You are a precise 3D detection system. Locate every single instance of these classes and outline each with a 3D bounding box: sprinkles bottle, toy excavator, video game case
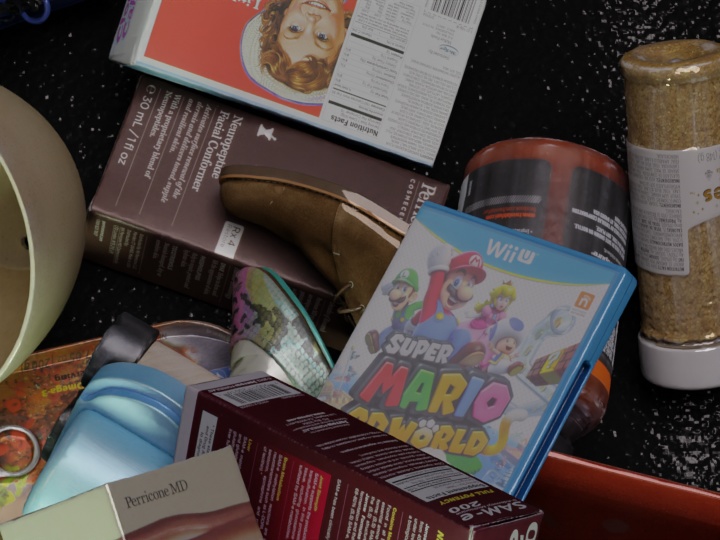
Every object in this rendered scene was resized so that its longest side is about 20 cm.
[{"bbox_3d":[0.192,-0.032,1.656,0.068,0.068,0.201,-11,109,-15],"label":"sprinkles bottle"},{"bbox_3d":[-0.153,0.149,1.511,0.100,0.195,0.200,32,37,4],"label":"toy excavator"},{"bbox_3d":[0.044,0.069,1.491,0.143,0.018,0.200,20,76,38],"label":"video game case"}]

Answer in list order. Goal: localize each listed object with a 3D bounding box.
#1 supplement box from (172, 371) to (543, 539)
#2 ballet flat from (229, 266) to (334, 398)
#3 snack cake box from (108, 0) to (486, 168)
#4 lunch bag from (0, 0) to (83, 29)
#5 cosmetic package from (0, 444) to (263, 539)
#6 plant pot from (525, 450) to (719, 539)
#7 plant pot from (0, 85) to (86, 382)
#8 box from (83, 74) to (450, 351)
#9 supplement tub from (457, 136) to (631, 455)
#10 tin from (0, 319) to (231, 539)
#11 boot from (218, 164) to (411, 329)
[{"bbox_3d":[-0.009,0.137,1.425,0.200,0.109,0.061,25,22,37],"label":"supplement box"},{"bbox_3d":[-0.032,0.093,1.591,0.071,0.069,0.200,-30,87,-25],"label":"ballet flat"},{"bbox_3d":[-0.037,-0.146,1.680,0.200,0.067,0.115,19,90,-20],"label":"snack cake box"},{"bbox_3d":[-0.220,-0.241,1.700,0.136,0.132,0.200,-17,70,10],"label":"lunch bag"},{"bbox_3d":[-0.090,0.200,1.400,0.103,0.087,0.200,-16,84,-50],"label":"cosmetic package"},{"bbox_3d":[0.124,0.232,1.530,0.199,0.176,0.200,14,65,-3],"label":"plant pot"},{"bbox_3d":[-0.234,-0.030,1.594,0.200,0.200,0.134,44,28,10],"label":"plant pot"},{"bbox_3d":[-0.058,-0.029,1.671,0.200,0.075,0.100,20,64,-3],"label":"box"},{"bbox_3d":[0.099,0.029,1.654,0.107,0.107,0.200,12,64,-5],"label":"supplement tub"},{"bbox_3d":[-0.143,0.096,1.619,0.199,0.042,0.112,-12,65,-15],"label":"tin"},{"bbox_3d":[0.000,0.000,1.589,0.200,0.074,0.076,24,84,13],"label":"boot"}]
